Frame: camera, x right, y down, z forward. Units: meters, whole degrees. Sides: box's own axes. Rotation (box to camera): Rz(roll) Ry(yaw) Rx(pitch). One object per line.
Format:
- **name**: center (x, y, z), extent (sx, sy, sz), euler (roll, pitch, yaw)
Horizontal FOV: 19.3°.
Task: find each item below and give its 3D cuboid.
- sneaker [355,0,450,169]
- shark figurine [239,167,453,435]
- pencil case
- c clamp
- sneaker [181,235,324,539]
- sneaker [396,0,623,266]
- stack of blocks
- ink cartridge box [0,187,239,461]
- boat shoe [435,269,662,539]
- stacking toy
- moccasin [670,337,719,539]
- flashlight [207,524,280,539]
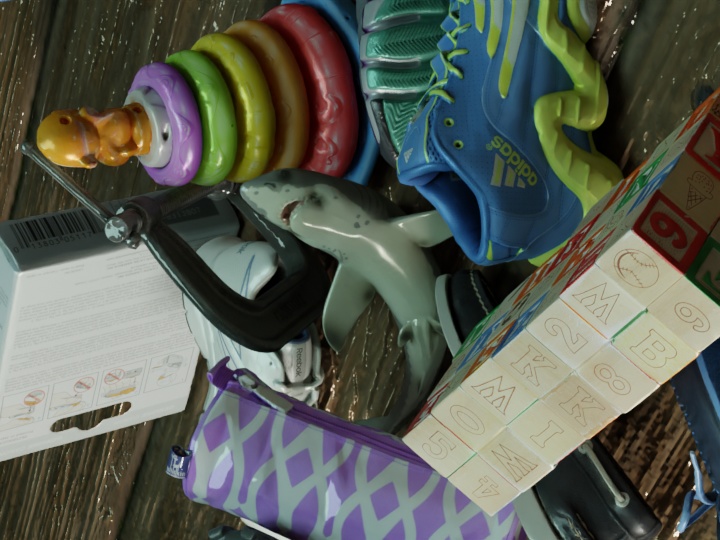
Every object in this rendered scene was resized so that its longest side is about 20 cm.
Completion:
- **sneaker**: center (0.025, -0.152, 1.113), extent (0.088, 0.074, 0.201), euler (-162, 70, -71)
- **shark figurine**: center (0.017, 0.011, 1.202), extent (0.090, 0.128, 0.215), euler (-104, -1, -55)
- **pencil case**: center (0.001, 0.114, 1.152), extent (0.199, 0.084, 0.086), euler (19, 116, 8)
- **c clamp**: center (-0.089, -0.026, 1.229), extent (0.171, 0.200, 0.027), euler (47, 110, 8)
- **sneaker**: center (-0.059, 0.076, 1.340), extent (0.087, 0.074, 0.201), euler (-6, 98, 55)
- **sneaker**: center (0.063, -0.094, 1.022), extent (0.076, 0.105, 0.201), euler (-22, 84, 60)
- **stack of blocks**: center (0.110, 0.016, 0.950), extent (0.059, 0.115, 0.200), euler (40, 138, -3)
- **ink cartridge box**: center (-0.179, 0.035, 1.427), extent (0.057, 0.162, 0.200), euler (59, 147, 28)
- **boat shoe**: center (0.094, 0.069, 1.087), extent (0.074, 0.060, 0.200), euler (45, -163, -45)
- **stacking toy**: center (-0.090, -0.086, 1.186), extent (0.116, 0.200, 0.110), euler (55, 144, 30)
- **moccasin**: center (0.181, 0.115, 0.937), extent (0.068, 0.080, 0.200), euler (-42, 65, 44)
- **flashlight**: center (-0.010, 0.196, 1.192), extent (0.068, 0.200, 0.068), euler (-48, 47, 5)
